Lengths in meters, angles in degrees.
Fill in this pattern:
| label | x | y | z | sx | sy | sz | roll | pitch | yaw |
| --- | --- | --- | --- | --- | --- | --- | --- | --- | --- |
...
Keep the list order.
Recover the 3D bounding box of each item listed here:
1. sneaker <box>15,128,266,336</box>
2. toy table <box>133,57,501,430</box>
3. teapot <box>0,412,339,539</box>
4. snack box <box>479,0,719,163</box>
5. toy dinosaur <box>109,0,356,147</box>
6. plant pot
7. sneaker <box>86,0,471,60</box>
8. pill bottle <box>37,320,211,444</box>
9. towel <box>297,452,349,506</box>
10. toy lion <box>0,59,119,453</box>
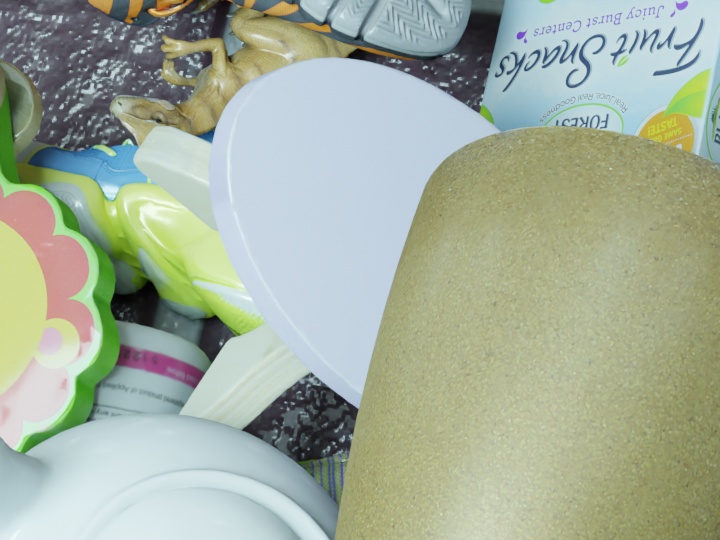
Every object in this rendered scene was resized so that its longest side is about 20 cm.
| label | x | y | z | sx | sy | sz | roll | pitch | yaw |
| --- | --- | --- | --- | --- | --- | --- | --- | --- | --- |
| sneaker | -0.083 | -0.036 | 1.005 | 0.200 | 0.076 | 0.105 | 27 | 69 | 15 |
| toy table | 0.000 | 0.000 | 0.890 | 0.184 | 0.117 | 0.200 | -46 | 108 | -24 |
| teapot | -0.067 | 0.144 | 0.812 | 0.200 | 0.146 | 0.198 | -7 | 80 | -24 |
| snack box | 0.128 | -0.116 | 0.941 | 0.142 | 0.053 | 0.200 | -4 | 68 | 50 |
| toy dinosaur | -0.028 | -0.107 | 1.000 | 0.200 | 0.060 | 0.106 | -28 | 48 | -13 |
| plant pot | 0.069 | 0.086 | 0.728 | 0.186 | 0.186 | 0.200 | 15 | 58 | 20 |
| sneaker | -0.052 | -0.143 | 0.947 | 0.200 | 0.112 | 0.078 | 28 | 65 | -9 |
| pill bottle | -0.132 | 0.128 | 0.933 | 0.113 | 0.113 | 0.200 | 1 | 72 | 16 |
| towel | 0.055 | 0.139 | 0.927 | 0.200 | 0.023 | 0.144 | -11 | 70 | 13 |
| toy lion | -0.206 | 0.004 | 0.901 | 0.200 | 0.069 | 0.192 | -10 | 78 | 8 |
